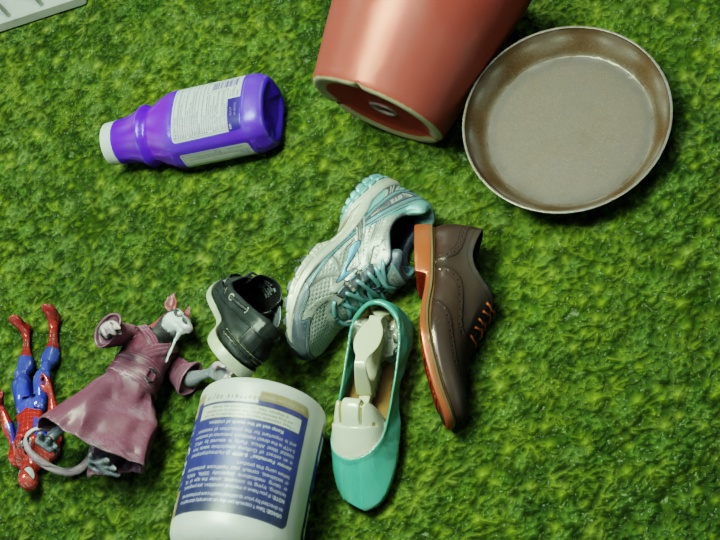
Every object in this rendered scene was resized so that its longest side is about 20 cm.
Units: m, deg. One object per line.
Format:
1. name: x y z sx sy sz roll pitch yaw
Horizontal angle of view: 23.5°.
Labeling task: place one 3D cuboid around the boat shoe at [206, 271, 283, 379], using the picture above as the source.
1. boat shoe: -0.102 0.036 1.620 0.066 0.074 0.199 -45 9 11

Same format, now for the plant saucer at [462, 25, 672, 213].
1. plant saucer: 0.196 -0.137 1.633 0.198 0.032 0.202 -7 63 13

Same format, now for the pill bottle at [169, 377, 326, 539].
1. pill bottle: -0.104 0.208 1.529 0.119 0.120 0.202 -3 59 25

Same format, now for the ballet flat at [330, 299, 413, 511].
1. ballet flat: 0.003 0.114 1.566 0.067 0.070 0.202 -4 60 24

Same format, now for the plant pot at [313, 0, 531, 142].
1. plant pot: 0.052 -0.234 1.694 0.199 0.200 0.179 19 81 34

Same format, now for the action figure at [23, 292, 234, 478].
1. action figure: -0.217 0.114 1.683 0.201 0.134 0.149 -59 11 -32

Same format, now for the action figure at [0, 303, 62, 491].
1. action figure: -0.333 0.130 1.744 0.065 0.052 0.201 -15 57 13

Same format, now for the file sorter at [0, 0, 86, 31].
1. file sorter: -0.438 -0.379 2.064 0.198 0.125 0.140 -14 56 18

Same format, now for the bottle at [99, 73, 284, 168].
1. bottle: -0.179 -0.151 1.827 0.198 0.065 0.084 -10 56 21

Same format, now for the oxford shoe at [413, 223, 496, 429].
1. oxford shoe: 0.089 0.045 1.568 0.072 0.071 0.202 -5 66 3

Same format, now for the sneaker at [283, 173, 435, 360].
1. sneaker: 0.000 0.000 1.636 0.086 0.078 0.201 20 71 31
